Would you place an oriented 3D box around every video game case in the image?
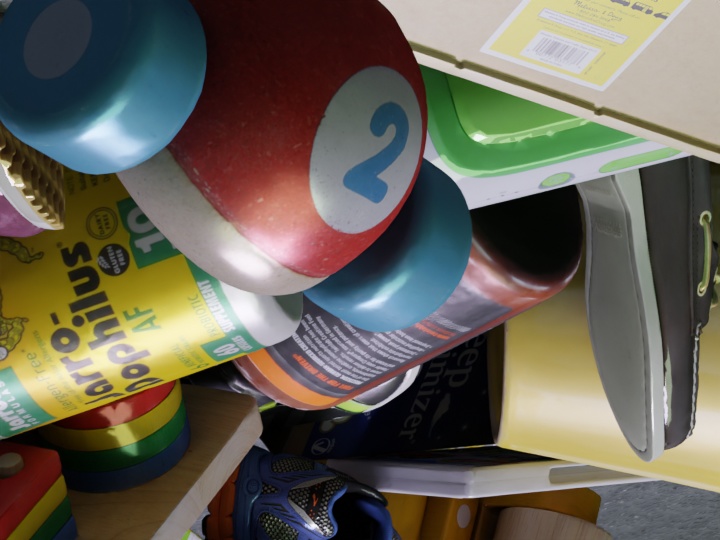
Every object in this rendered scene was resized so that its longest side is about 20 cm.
[{"bbox_3d":[0.102,0.110,1.350,0.200,0.018,0.143,-1,179,-32],"label":"video game case"}]

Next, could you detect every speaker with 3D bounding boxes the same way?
[{"bbox_3d":[0.093,-0.081,1.006,0.199,0.089,0.088,-14,162,-8],"label":"speaker"}]

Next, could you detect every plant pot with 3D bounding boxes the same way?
[{"bbox_3d":[0.163,0.029,1.249,0.188,0.201,0.201,0,161,-1],"label":"plant pot"}]

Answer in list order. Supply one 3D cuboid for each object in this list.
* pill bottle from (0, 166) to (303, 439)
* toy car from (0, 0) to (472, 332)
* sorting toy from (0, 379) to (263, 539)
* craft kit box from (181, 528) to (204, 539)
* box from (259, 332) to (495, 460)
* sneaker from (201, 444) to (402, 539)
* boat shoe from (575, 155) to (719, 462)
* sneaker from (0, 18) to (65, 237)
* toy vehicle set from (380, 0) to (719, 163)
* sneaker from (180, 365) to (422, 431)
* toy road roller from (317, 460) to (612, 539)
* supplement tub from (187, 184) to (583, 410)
[{"bbox_3d":[-0.135,0.007,1.020,0.200,0.113,0.113,-19,162,9],"label":"pill bottle"},{"bbox_3d":[0.003,-0.109,0.743,0.200,0.177,0.184,-37,144,18],"label":"toy car"},{"bbox_3d":[-0.179,0.086,1.093,0.200,0.070,0.199,7,-145,25],"label":"sorting toy"},{"bbox_3d":[-0.120,0.142,1.242,0.049,0.200,0.198,-53,133,-11],"label":"craft kit box"},{"bbox_3d":[0.047,0.046,1.345,0.200,0.032,0.121,-3,127,-39],"label":"box"},{"bbox_3d":[-0.015,0.147,1.297,0.078,0.076,0.200,5,167,24],"label":"sneaker"},{"bbox_3d":[0.140,-0.008,1.121,0.060,0.202,0.072,-15,-160,-17],"label":"boat shoe"},{"bbox_3d":[-0.177,-0.059,0.873,0.090,0.075,0.200,-13,157,14],"label":"sneaker"},{"bbox_3d":[0.091,-0.109,0.889,0.200,0.027,0.124,16,141,-25],"label":"toy vehicle set"},{"bbox_3d":[-0.062,0.063,1.243,0.200,0.072,0.083,-14,-164,20],"label":"sneaker"},{"bbox_3d":[0.036,0.173,1.440,0.200,0.123,0.146,1,159,38],"label":"toy road roller"},{"bbox_3d":[0.000,0.000,1.127,0.200,0.107,0.107,-29,158,36],"label":"supplement tub"}]
